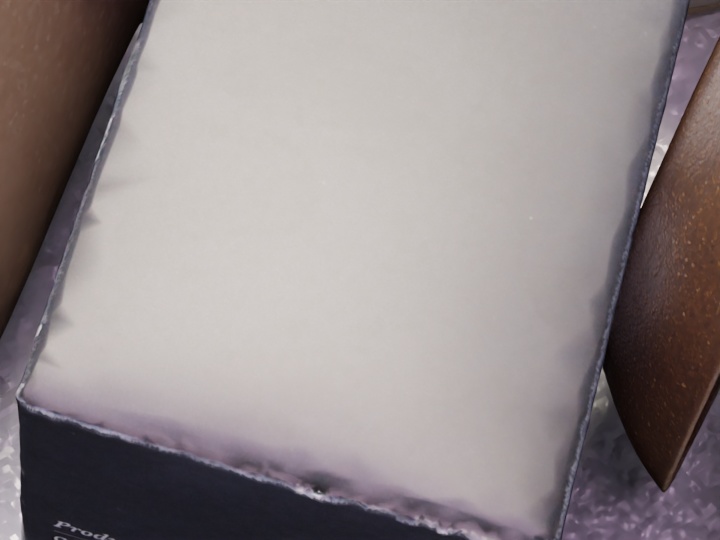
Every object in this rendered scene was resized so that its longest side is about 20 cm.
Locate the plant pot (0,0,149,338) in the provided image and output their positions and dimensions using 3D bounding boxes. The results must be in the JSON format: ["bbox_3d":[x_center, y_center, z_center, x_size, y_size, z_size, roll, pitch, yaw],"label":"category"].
[{"bbox_3d":[-0.144,-0.046,0.758,0.200,0.200,0.175,10,81,-2],"label":"plant pot"}]

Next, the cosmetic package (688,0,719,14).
[{"bbox_3d":[0.139,-0.145,0.890,0.200,0.073,0.104,-11,67,-12],"label":"cosmetic package"}]

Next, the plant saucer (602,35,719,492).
[{"bbox_3d":[0.106,-0.041,0.756,0.037,0.200,0.201,26,65,7],"label":"plant saucer"}]

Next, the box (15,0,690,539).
[{"bbox_3d":[0.000,0.000,0.736,0.124,0.197,0.200,16,64,0],"label":"box"}]
